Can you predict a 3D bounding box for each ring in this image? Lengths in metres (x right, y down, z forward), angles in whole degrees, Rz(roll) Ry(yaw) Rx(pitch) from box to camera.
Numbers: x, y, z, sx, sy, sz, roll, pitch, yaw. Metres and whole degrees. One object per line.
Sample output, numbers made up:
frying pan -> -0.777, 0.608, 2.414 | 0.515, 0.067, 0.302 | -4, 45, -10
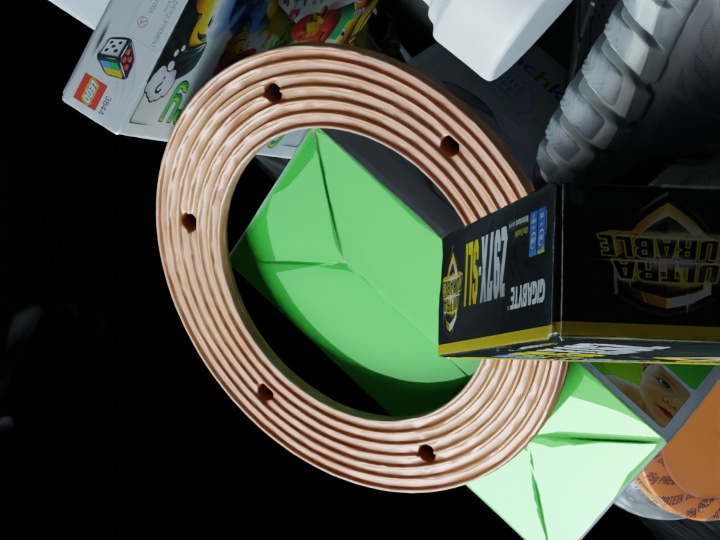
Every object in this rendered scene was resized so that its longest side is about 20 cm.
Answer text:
ring -> 0.000, 0.000, 0.832 | 0.199, 0.019, 0.202 | 16, 121, 28

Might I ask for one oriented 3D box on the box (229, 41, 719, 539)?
box -> 0.073, 0.001, 0.912 | 0.200, 0.097, 0.176 | 43, -141, 8

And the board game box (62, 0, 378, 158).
board game box -> -0.049, -0.117, 0.894 | 0.034, 0.127, 0.200 | 32, -169, 16

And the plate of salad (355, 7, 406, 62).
plate of salad -> 0.017, -0.063, 1.121 | 0.200, 0.048, 0.202 | 41, -138, -52

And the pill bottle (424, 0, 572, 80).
pill bottle -> -0.002, -0.161, 0.612 | 0.200, 0.116, 0.116 | 42, 174, 4

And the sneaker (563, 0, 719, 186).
sneaker -> 0.134, -0.057, 0.757 | 0.114, 0.076, 0.201 | 7, 147, 2

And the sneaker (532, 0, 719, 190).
sneaker -> 0.126, -0.047, 0.601 | 0.115, 0.075, 0.200 | 34, 154, 7

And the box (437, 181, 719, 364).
box -> 0.117, 0.006, 0.653 | 0.158, 0.050, 0.200 | 4, 176, -7

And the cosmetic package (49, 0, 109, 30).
cosmetic package -> -0.145, -0.175, 0.914 | 0.200, 0.071, 0.102 | 31, -167, -46

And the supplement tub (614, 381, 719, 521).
supplement tub -> 0.154, 0.066, 1.134 | 0.123, 0.123, 0.200 | 45, 174, -21
